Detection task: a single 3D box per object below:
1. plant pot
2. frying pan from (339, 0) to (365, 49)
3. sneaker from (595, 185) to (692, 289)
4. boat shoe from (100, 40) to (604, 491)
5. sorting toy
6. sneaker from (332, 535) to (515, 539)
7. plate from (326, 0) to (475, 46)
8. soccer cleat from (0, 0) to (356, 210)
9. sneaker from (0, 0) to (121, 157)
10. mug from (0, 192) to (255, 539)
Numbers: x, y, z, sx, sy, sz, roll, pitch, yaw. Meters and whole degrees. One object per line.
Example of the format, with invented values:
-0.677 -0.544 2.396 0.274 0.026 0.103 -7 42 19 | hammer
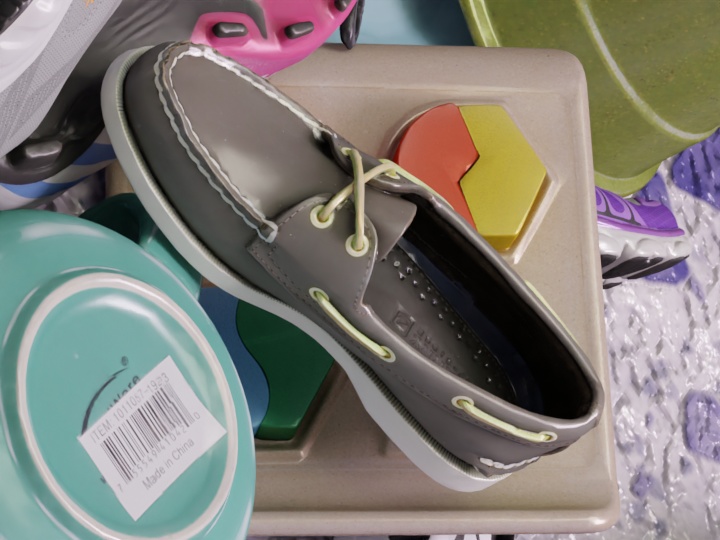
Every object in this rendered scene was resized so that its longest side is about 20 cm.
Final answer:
0.167 -0.150 1.093 0.200 0.190 0.200 31 52 -49 | plant pot
0.005 -0.187 0.992 0.190 0.031 0.115 -86 170 -50 | frying pan
0.061 -0.039 1.036 0.200 0.081 0.084 15 68 -41 | sneaker
0.000 -0.008 0.841 0.202 0.060 0.072 45 49 -19 | boat shoe
0.000 0.000 0.925 0.185 0.036 0.200 1 67 -9 | sorting toy
0.030 0.096 0.959 0.090 0.066 0.200 8 65 -42 | sneaker
-0.005 -0.163 1.068 0.200 0.026 0.201 21 59 -39 | plate
-0.086 -0.076 0.892 0.200 0.086 0.070 -32 91 -38 | soccer cleat
-0.142 -0.040 0.769 0.074 0.200 0.079 47 5 22 | sneaker
-0.108 0.043 0.802 0.152 0.114 0.185 17 62 -41 | mug
